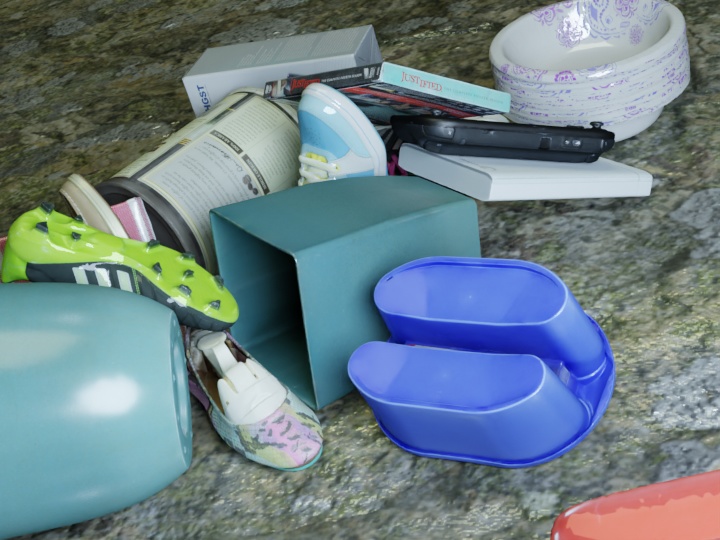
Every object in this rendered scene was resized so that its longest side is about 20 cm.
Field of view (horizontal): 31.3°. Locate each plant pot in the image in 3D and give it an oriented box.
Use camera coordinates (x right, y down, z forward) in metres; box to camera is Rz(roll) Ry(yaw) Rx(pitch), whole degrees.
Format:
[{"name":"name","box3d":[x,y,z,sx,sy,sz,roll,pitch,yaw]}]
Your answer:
[{"name":"plant pot","box3d":[0.000,0.000,1.104,0.200,0.142,0.141,-21,29,-28]},{"name":"plant pot","box3d":[-0.216,0.101,0.995,0.161,0.201,0.201,-6,30,-2]}]

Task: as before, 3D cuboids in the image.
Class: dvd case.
[{"name":"dvd case","box3d":[0.021,-0.161,1.197,0.146,0.022,0.200,8,-4,-33]}]

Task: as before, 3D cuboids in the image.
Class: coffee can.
[{"name":"coffee can","box3d":[-0.150,-0.074,1.285,0.146,0.147,0.200,11,40,40]}]

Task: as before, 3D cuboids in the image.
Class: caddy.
[{"name":"caddy","box3d":[0.090,0.071,0.970,0.200,0.105,0.142,4,58,31]}]

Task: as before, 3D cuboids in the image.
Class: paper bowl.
[{"name":"paper bowl","box3d":[0.239,-0.201,1.333,0.200,0.104,0.201,-10,30,6]}]

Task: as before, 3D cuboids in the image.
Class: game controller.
[{"name":"game controller","box3d":[0.129,-0.127,1.173,0.200,0.042,0.104,2,16,-23]}]

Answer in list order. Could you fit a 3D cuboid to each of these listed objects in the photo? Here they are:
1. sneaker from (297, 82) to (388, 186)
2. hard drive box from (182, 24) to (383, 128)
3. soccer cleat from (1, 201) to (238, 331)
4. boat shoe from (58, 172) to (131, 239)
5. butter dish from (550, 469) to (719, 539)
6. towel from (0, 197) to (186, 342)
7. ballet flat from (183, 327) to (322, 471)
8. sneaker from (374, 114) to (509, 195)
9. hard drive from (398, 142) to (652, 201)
[{"name":"sneaker","box3d":[-0.037,-0.064,1.174,0.079,0.200,0.131,24,61,35]},{"name":"hard drive box","box3d":[-0.068,-0.168,1.390,0.200,0.156,0.077,-5,33,22]},{"name":"soccer cleat","box3d":[-0.200,0.011,1.076,0.200,0.081,0.068,23,33,-13]},{"name":"boat shoe","box3d":[-0.221,0.012,1.133,0.065,0.200,0.072,-28,15,-13]},{"name":"butter dish","box3d":[0.210,0.206,0.655,0.200,0.148,0.200,-13,70,3]},{"name":"towel","box3d":[-0.272,0.026,1.190,0.200,0.147,0.030,-17,13,1]},{"name":"ballet flat","box3d":[-0.100,0.095,1.055,0.069,0.071,0.200,-30,33,-18]},{"name":"sneaker","box3d":[0.065,-0.108,1.302,0.200,0.074,0.087,-12,24,-1]},{"name":"hard drive","box3d":[0.153,-0.093,1.192,0.200,0.027,0.132,-4,19,-36]}]
